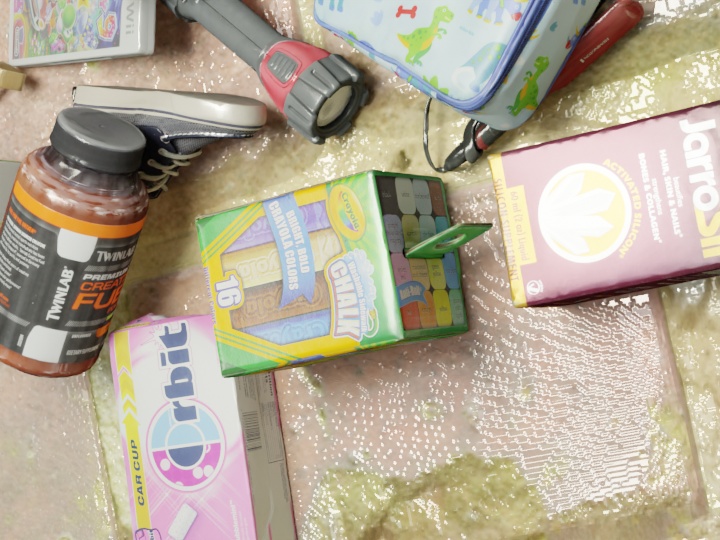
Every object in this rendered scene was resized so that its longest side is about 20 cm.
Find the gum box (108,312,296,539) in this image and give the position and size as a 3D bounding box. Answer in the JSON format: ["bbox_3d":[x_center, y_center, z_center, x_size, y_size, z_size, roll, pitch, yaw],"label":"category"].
[{"bbox_3d":[-0.127,0.128,1.269,0.113,0.066,0.201,-10,85,25],"label":"gum box"}]

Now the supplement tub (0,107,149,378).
[{"bbox_3d":[-0.229,-0.023,1.246,0.107,0.107,0.201,33,116,23],"label":"supplement tub"}]

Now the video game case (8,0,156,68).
[{"bbox_3d":[-0.231,-0.245,1.314,0.199,0.018,0.144,3,91,47],"label":"video game case"}]

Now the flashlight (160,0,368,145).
[{"bbox_3d":[-0.082,-0.181,1.252,0.200,0.068,0.068,42,142,25],"label":"flashlight"}]

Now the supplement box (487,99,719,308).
[{"bbox_3d":[0.200,-0.045,1.090,0.199,0.086,0.111,-12,84,27],"label":"supplement box"}]

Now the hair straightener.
[{"bbox_3d":[0.115,-0.148,1.168,0.200,0.041,0.077,-46,56,26],"label":"hair straightener"}]

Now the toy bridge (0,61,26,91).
[{"bbox_3d":[-0.343,-0.089,1.396,0.067,0.027,0.201,31,110,41],"label":"toy bridge"}]

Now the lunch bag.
[{"bbox_3d":[0.069,-0.209,1.140,0.200,0.082,0.161,39,103,37],"label":"lunch bag"}]

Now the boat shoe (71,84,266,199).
[{"bbox_3d":[-0.155,-0.098,1.281,0.199,0.074,0.093,10,100,41],"label":"boat shoe"}]

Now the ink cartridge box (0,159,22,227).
[{"bbox_3d":[-0.324,-0.021,1.297,0.048,0.200,0.147,7,93,29],"label":"ink cartridge box"}]

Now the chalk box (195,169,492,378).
[{"bbox_3d":[0.000,0.000,1.172,0.199,0.124,0.125,-12,84,28],"label":"chalk box"}]
